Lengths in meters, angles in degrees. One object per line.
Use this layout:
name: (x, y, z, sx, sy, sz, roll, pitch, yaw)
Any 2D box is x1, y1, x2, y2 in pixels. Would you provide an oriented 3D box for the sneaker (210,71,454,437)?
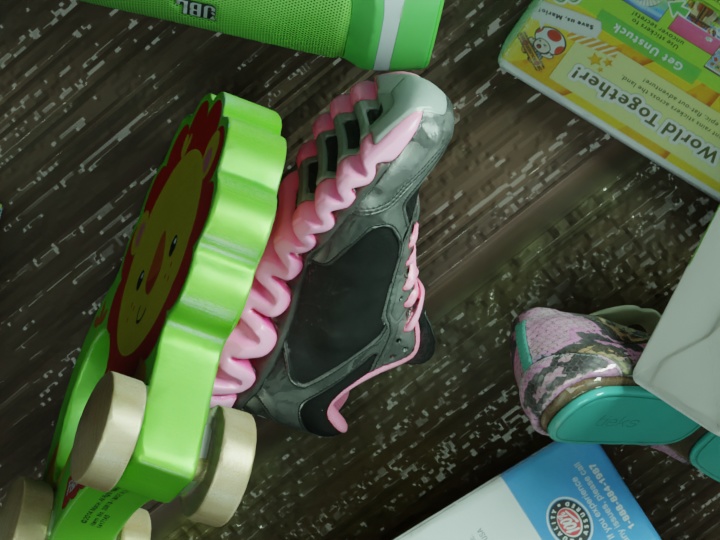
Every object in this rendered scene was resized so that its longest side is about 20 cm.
sneaker: (0.000, 0.000, 0.981, 0.095, 0.079, 0.200, 25, 128, -13)

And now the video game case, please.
video game case: (0.184, -0.101, 0.939, 0.199, 0.023, 0.182, 30, 131, -7)

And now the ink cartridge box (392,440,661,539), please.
ink cartridge box: (0.050, 0.185, 0.980, 0.199, 0.084, 0.146, -30, 77, -11)

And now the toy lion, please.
toy lion: (-0.088, 0.027, 0.963, 0.068, 0.193, 0.200, 19, 148, -17)

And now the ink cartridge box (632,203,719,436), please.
ink cartridge box: (0.223, 0.039, 0.942, 0.199, 0.067, 0.118, 25, 94, -34)

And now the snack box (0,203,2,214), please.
snack box: (-0.280, 0.025, 1.013, 0.198, 0.068, 0.170, 19, 107, -2)

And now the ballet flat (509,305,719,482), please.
ballet flat: (0.145, 0.050, 0.989, 0.199, 0.072, 0.069, 14, 136, -36)

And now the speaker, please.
speaker: (-0.061, -0.141, 0.942, 0.198, 0.089, 0.089, 12, 107, -1)
